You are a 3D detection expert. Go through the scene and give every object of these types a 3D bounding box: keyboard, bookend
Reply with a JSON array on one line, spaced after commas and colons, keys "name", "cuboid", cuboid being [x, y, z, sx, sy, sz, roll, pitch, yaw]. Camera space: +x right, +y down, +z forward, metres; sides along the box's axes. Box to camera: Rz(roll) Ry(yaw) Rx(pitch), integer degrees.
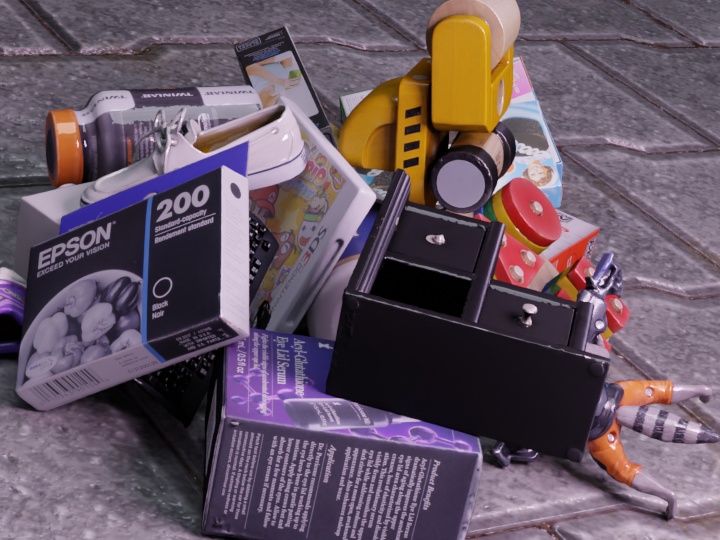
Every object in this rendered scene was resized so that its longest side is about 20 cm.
[{"name": "keyboard", "cuboid": [-0.111, 0.033, 1.529, 0.104, 0.039, 0.201, 42, 52, -24]}, {"name": "bookend", "cuboid": [0.094, 0.030, 1.425, 0.198, 0.093, 0.199, 15, 32, 6]}]

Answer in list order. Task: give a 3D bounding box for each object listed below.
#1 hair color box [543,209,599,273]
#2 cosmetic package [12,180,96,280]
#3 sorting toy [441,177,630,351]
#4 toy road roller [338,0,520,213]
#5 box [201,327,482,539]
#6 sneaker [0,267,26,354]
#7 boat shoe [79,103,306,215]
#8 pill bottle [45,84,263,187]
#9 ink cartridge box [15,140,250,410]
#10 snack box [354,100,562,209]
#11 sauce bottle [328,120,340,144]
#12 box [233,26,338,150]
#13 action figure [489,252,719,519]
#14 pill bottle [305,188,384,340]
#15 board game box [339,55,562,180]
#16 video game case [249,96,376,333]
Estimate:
[{"name": "hair color box", "cuboid": [0.145, -0.008, 1.831, 0.101, 0.062, 0.200, 25, 29, 25]}, {"name": "cosmetic package", "cuboid": [-0.201, 0.002, 1.622, 0.107, 0.086, 0.199, -15, 36, -43]}, {"name": "sorting toy", "cuboid": [0.149, 0.014, 1.653, 0.199, 0.069, 0.200, 50, 30, -4]}, {"name": "toy road roller", "cuboid": [0.059, -0.151, 1.633, 0.144, 0.202, 0.123, 7, 21, 13]}, {"name": "box", "cuboid": [-0.017, 0.132, 1.419, 0.198, 0.105, 0.148, 8, 25, -8]}, {"name": "sneaker", "cuboid": [-0.346, 0.039, 1.495, 0.198, 0.081, 0.084, -4, 35, -31]}, {"name": "boat shoe", "cuboid": [-0.149, -0.102, 1.597, 0.200, 0.087, 0.075, -14, 32, -2]}, {"name": "pill bottle", "cuboid": [-0.194, -0.118, 1.751, 0.198, 0.107, 0.106, -4, 29, -19]}, {"name": "ink cartridge box", "cuboid": [-0.179, -0.006, 1.488, 0.197, 0.043, 0.201, -21, 48, 22]}, {"name": "snack box", "cuboid": [0.090, -0.101, 1.842, 0.198, 0.037, 0.117, -9, 53, -3]}, {"name": "sauce bottle", "cuboid": [-0.033, -0.088, 1.912, 0.065, 0.067, 0.201, 6, 31, -13]}, {"name": "box", "cuboid": [-0.064, -0.137, 1.837, 0.060, 0.117, 0.201, -20, 38, -2]}, {"name": "action figure", "cuboid": [0.199, 0.083, 1.522, 0.192, 0.202, 0.105, 24, -9, -6]}, {"name": "pill bottle", "cuboid": [0.000, 0.000, 1.688, 0.110, 0.112, 0.200, 8, 25, -9]}, {"name": "board game box", "cuboid": [0.091, -0.133, 1.914, 0.198, 0.040, 0.154, -12, 54, -5]}, {"name": "video game case", "cuboid": [-0.077, -0.037, 1.655, 0.023, 0.183, 0.200, 23, 16, -34]}]
